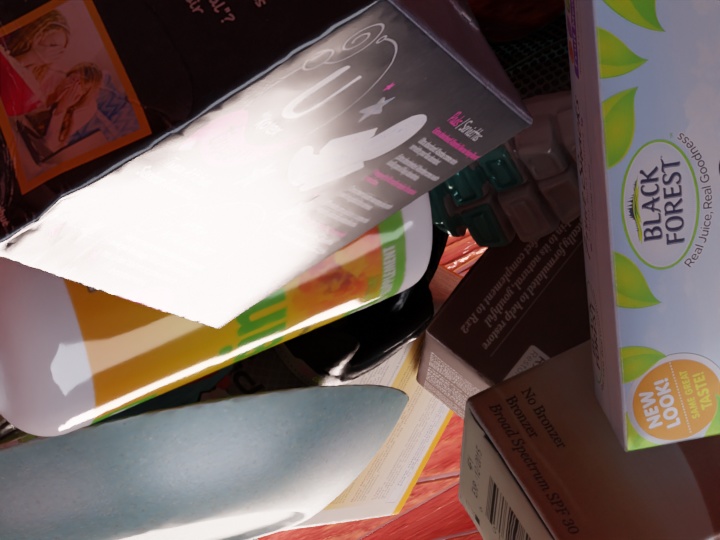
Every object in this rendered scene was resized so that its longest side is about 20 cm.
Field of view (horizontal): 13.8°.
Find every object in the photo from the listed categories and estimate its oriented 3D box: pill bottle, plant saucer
[{"bbox_3d":[-0.086,-0.010,1.019,0.200,0.111,0.111,-23,168,-17],"label":"pill bottle"},{"bbox_3d":[-0.076,0.086,1.128,0.200,0.039,0.201,-11,170,-2],"label":"plant saucer"}]

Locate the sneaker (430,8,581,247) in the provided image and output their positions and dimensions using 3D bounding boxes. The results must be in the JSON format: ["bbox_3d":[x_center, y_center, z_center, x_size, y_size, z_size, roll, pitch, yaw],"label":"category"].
[{"bbox_3d":[0.112,-0.078,1.161,0.199,0.091,0.078,-11,142,20],"label":"sneaker"}]

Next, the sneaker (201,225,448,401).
[{"bbox_3d":[0.000,0.000,1.228,0.087,0.074,0.200,-28,-170,37],"label":"sneaker"}]

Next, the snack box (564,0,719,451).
[{"bbox_3d":[0.150,-0.043,1.077,0.142,0.201,0.053,-10,-155,-5],"label":"snack box"}]

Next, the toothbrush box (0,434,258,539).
[{"bbox_3d":[-0.132,0.115,1.370,0.086,0.146,0.200,-27,170,21],"label":"toothbrush box"}]

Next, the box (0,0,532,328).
[{"bbox_3d":[-0.047,-0.077,0.766,0.115,0.132,0.200,-32,168,7],"label":"box"}]

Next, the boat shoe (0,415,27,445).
[{"bbox_3d":[-0.159,0.041,1.181,0.201,0.072,0.060,-25,164,-25],"label":"boat shoe"}]

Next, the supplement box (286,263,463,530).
[{"bbox_3d":[-0.018,0.051,1.408,0.126,0.073,0.200,-62,160,9],"label":"supplement box"}]

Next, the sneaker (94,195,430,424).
[{"bbox_3d":[-0.052,-0.020,1.120,0.200,0.079,0.096,-43,138,-12],"label":"sneaker"}]

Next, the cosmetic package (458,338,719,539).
[{"bbox_3d":[0.148,0.067,1.173,0.200,0.103,0.087,-26,151,-16],"label":"cosmetic package"}]

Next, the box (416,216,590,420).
[{"bbox_3d":[0.081,0.022,1.309,0.100,0.075,0.200,-51,177,-7],"label":"box"}]
